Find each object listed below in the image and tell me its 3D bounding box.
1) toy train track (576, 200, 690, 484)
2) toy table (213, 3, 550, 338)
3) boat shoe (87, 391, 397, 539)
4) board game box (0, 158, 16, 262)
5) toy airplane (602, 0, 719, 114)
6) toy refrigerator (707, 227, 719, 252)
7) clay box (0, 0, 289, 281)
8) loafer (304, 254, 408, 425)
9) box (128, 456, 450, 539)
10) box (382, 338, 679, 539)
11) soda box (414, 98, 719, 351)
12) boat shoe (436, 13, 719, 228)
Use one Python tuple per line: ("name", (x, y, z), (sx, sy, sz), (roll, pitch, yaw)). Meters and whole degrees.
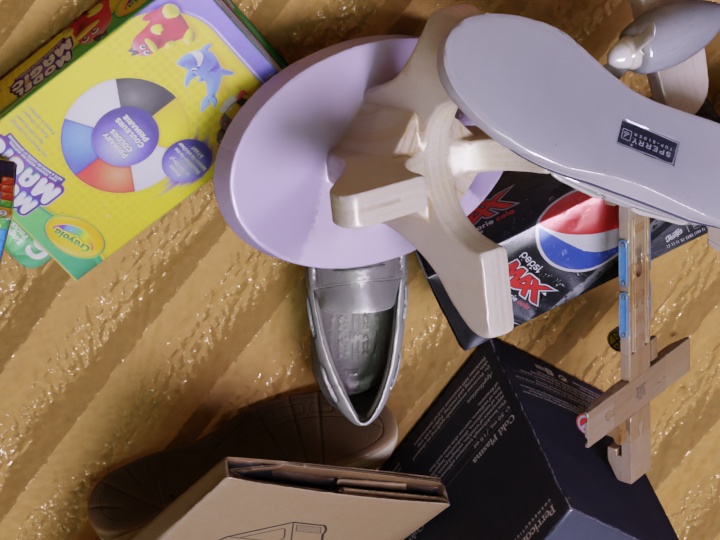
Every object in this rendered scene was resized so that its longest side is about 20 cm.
("toy train track", (0.152, 0.030, 1.635), (0.115, 0.032, 0.201), (-31, 127, -46))
("toy table", (0.033, -0.059, 1.547), (0.199, 0.117, 0.185), (-30, 115, -28))
("boat shoe", (-0.068, 0.135, 1.723), (0.199, 0.072, 0.065), (-21, 134, 3))
("board game box", (-0.293, 0.014, 1.564), (0.164, 0.057, 0.201), (11, 128, -11))
("toy airplane", (0.147, -0.208, 1.507), (0.199, 0.141, 0.200), (31, 90, -13))
("toy refrigerator", (0.294, -0.071, 1.633), (0.199, 0.070, 0.076), (-27, 131, -33))
("clay box", (-0.143, -0.081, 1.573), (0.200, 0.048, 0.115), (-38, 123, 10))
("loafer", (0.000, 0.000, 1.648), (0.070, 0.070, 0.201), (-9, 124, -8))
("box", (-0.067, 0.172, 1.695), (0.163, 0.021, 0.200), (8, 146, -35))
("box", (0.084, 0.182, 1.720), (0.104, 0.182, 0.200), (27, 113, -28))
("soda box", (0.132, -0.033, 1.660), (0.199, 0.071, 0.063), (-27, 124, 3))
("boat shoe", (0.124, -0.076, 1.497), (0.199, 0.066, 0.072), (20, 74, -17))
